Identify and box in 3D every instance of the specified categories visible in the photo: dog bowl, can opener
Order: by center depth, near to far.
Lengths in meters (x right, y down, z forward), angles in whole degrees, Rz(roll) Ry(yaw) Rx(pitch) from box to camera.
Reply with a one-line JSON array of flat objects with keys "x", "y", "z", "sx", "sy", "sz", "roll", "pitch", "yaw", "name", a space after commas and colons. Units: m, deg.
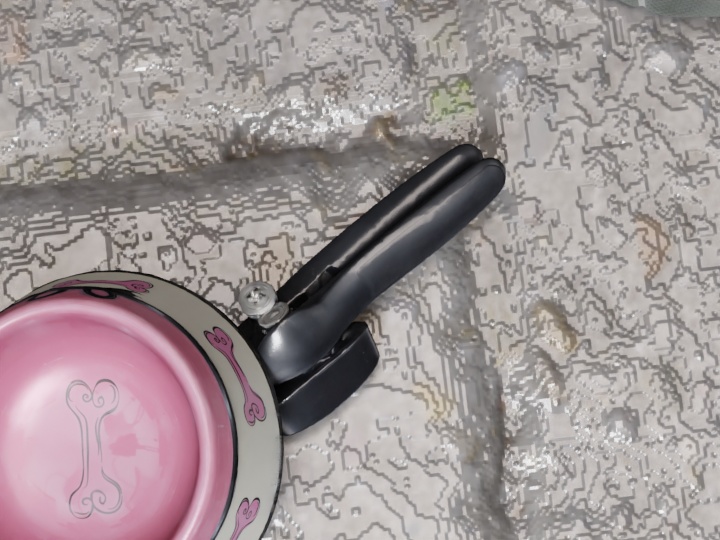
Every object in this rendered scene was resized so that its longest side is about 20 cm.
[{"x": -0.147, "y": 0.098, "z": 1.418, "sx": 0.200, "sy": 0.074, "sz": 0.200, "roll": -1, "pitch": 87, "yaw": 15, "name": "dog bowl"}, {"x": 0.000, "y": 0.000, "z": 1.477, "sx": 0.200, "sy": 0.079, "sz": 0.063, "roll": -47, "pitch": 42, "yaw": -11, "name": "can opener"}]

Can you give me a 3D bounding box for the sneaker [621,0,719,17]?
[{"x": 0.210, "y": -0.186, "z": 1.506, "sx": 0.200, "sy": 0.070, "sz": 0.080, "roll": 15, "pitch": 72, "yaw": -3, "name": "sneaker"}]
